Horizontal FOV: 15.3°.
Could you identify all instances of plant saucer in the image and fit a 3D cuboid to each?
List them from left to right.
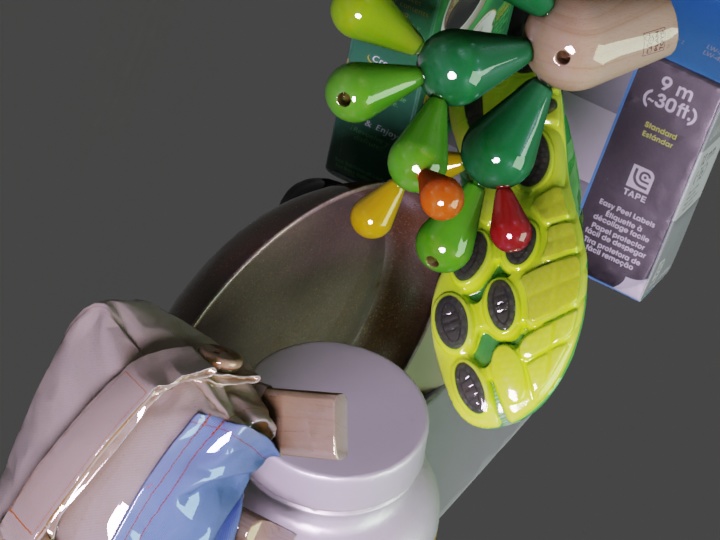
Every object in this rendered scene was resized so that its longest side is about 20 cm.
[{"bbox_3d":[-0.039,0.037,1.250,0.200,0.032,0.200,-36,147,-28],"label":"plant saucer"}]

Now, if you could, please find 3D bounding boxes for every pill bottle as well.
[{"bbox_3d":[-0.024,0.132,1.232,0.112,0.112,0.200,-50,159,-44],"label":"pill bottle"}]

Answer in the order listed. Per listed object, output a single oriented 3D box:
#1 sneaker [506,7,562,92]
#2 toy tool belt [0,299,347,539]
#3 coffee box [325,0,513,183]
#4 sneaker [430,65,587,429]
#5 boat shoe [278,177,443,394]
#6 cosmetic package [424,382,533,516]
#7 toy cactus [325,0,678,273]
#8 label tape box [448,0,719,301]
[{"bbox_3d":[0.090,-0.148,1.398,0.091,0.076,0.200,-56,165,-45],"label":"sneaker"},{"bbox_3d":[-0.091,0.119,1.109,0.200,0.123,0.125,-66,165,8],"label":"toy tool belt"},{"bbox_3d":[0.041,-0.145,1.279,0.123,0.044,0.200,-52,162,-42],"label":"coffee box"},{"bbox_3d":[0.078,-0.009,1.263,0.084,0.074,0.200,63,26,-51],"label":"sneaker"},{"bbox_3d":[-0.002,0.002,1.356,0.074,0.063,0.201,-38,151,3],"label":"boat shoe"},{"bbox_3d":[-0.006,0.128,1.439,0.151,0.052,0.200,-38,-179,33],"label":"cosmetic package"},{"bbox_3d":[0.065,-0.096,1.174,0.165,0.102,0.201,-13,108,-21],"label":"toy cactus"},{"bbox_3d":[0.132,-0.105,1.466,0.066,0.143,0.200,-38,150,-61],"label":"label tape box"}]
